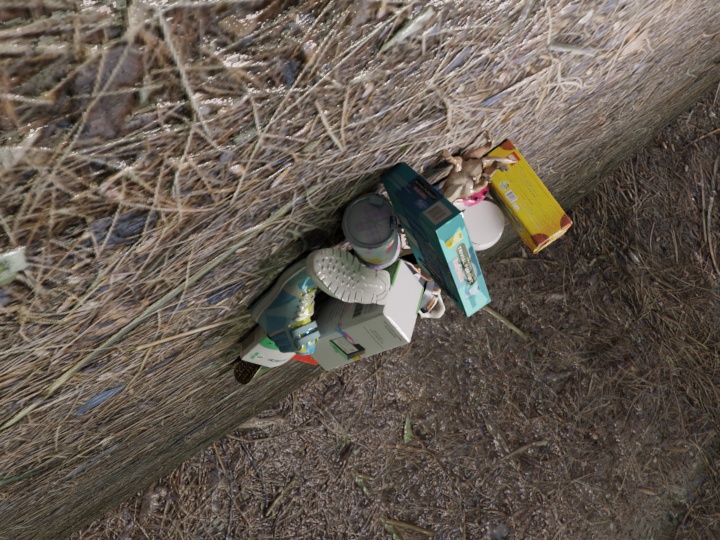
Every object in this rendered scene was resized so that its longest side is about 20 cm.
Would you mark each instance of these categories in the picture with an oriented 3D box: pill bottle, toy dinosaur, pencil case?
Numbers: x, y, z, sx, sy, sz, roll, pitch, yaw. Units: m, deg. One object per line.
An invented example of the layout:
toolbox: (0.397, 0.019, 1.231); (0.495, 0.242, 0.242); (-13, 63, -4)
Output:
pill bottle: (0.231, -0.098, 1.338); (0.112, 0.112, 0.200); (-35, -176, 1)
toy dinosaur: (0.170, -0.152, 1.096); (0.200, 0.086, 0.136); (-34, 171, -33)
pencil case: (0.021, -0.059, 1.043); (0.083, 0.091, 0.200); (-1, 170, 5)

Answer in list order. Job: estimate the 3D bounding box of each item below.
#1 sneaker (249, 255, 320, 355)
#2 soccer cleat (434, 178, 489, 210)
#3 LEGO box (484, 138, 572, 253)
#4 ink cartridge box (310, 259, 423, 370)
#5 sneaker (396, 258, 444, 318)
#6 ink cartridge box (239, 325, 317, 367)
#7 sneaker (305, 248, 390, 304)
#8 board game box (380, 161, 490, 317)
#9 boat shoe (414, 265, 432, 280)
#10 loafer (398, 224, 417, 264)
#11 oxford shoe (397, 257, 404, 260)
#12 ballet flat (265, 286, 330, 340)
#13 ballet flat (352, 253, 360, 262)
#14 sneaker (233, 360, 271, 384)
sneaker: (-0.094, 0.066, 1.108); (0.079, 0.131, 0.200); (-21, 162, -51)
soccer cleat: (0.152, -0.133, 1.206); (0.200, 0.070, 0.086); (-26, -176, -34)
LEGO box: (0.317, -0.140, 1.278); (0.077, 0.200, 0.149); (-35, 170, 7)
ink cartridge box: (0.003, 0.084, 1.193); (0.200, 0.084, 0.145); (-23, -151, 33)
sneaker: (0.105, 0.038, 1.291); (0.079, 0.079, 0.200); (-54, 140, 6)
ink cartridge box: (-0.127, 0.154, 1.363); (0.200, 0.050, 0.161); (23, 130, -33)
sneaker: (-0.033, 0.016, 1.037); (0.080, 0.077, 0.200); (4, 166, 35)
board game box: (0.114, -0.045, 0.965); (0.047, 0.151, 0.200); (-34, 136, -5)
boat shoe: (0.123, 0.002, 1.541); (0.202, 0.075, 0.075); (-29, -168, -36)
loafer: (0.106, -0.047, 1.270); (0.073, 0.072, 0.200); (8, -178, 43)
oxford shoe: (0.099, -0.065, 1.361); (0.071, 0.072, 0.200); (-11, -173, 43)
ballet flat: (-0.106, 0.049, 1.207); (0.200, 0.068, 0.068); (-44, 161, -5)
ballet flat: (0.000, 0.000, 1.314); (0.069, 0.070, 0.200); (-36, 170, 6)
sneaker: (-0.207, 0.186, 1.507); (0.200, 0.067, 0.090); (-40, 176, 27)
